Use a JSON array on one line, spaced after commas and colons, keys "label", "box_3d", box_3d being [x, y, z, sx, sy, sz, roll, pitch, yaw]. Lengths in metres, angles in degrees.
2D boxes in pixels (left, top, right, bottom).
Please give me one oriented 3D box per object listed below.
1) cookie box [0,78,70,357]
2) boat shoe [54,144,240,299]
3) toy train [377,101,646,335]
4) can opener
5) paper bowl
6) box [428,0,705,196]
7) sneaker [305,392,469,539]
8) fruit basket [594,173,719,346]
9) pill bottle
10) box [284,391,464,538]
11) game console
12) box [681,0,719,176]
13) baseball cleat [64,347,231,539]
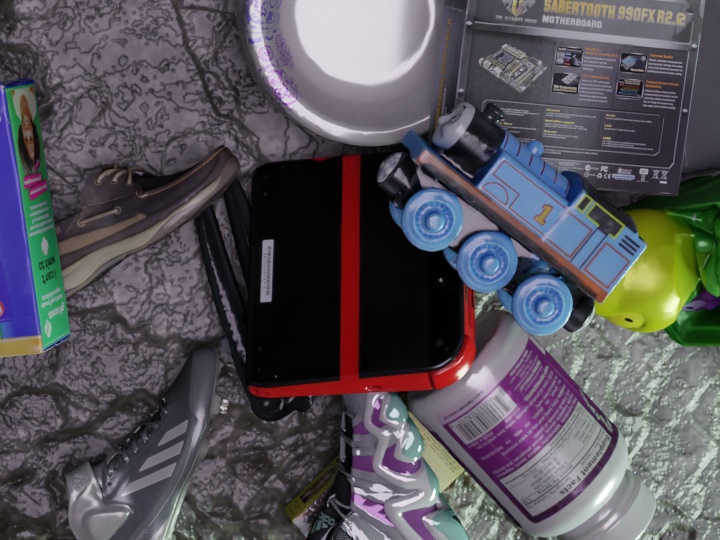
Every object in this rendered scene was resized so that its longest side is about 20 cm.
[{"label": "cookie box", "box_3d": [-0.319, -0.033, 1.510, 0.170, 0.075, 0.202, -6, 98, 13]}, {"label": "boat shoe", "box_3d": [-0.187, -0.046, 1.550, 0.199, 0.075, 0.074, -32, 94, 6]}, {"label": "toy train", "box_3d": [0.109, -0.040, 1.467, 0.199, 0.087, 0.115, 37, 96, -14]}, {"label": "can opener", "box_3d": [-0.091, 0.024, 1.593, 0.063, 0.079, 0.201, -22, 91, -4]}, {"label": "paper bowl", "box_3d": [0.002, -0.200, 1.562, 0.199, 0.104, 0.203, -1, 96, -10]}, {"label": "box", "box_3d": [0.157, -0.144, 1.531, 0.198, 0.048, 0.160, 3, 100, -18]}, {"label": "sneaker", "box_3d": [-0.010, 0.174, 1.566, 0.139, 0.078, 0.201, -27, 99, -6]}, {"label": "fruit basket", "box_3d": [0.255, 0.004, 1.581, 0.215, 0.216, 0.156, -34, 101, -5]}, {"label": "pill bottle", "box_3d": [0.139, 0.136, 1.573, 0.112, 0.112, 0.200, -44, 103, -3]}, {"label": "box", "box_3d": [0.035, 0.156, 1.638, 0.200, 0.050, 0.075, -45, 103, -3]}, {"label": "game console", "box_3d": [0.000, 0.000, 1.542, 0.175, 0.031, 0.202, -5, 62, 11]}, {"label": "box", "box_3d": [0.235, -0.176, 1.621, 0.140, 0.079, 0.202, -8, 98, -6]}, {"label": "baseball cleat", "box_3d": [-0.175, 0.149, 1.588, 0.106, 0.070, 0.202, 17, 93, -12]}]
